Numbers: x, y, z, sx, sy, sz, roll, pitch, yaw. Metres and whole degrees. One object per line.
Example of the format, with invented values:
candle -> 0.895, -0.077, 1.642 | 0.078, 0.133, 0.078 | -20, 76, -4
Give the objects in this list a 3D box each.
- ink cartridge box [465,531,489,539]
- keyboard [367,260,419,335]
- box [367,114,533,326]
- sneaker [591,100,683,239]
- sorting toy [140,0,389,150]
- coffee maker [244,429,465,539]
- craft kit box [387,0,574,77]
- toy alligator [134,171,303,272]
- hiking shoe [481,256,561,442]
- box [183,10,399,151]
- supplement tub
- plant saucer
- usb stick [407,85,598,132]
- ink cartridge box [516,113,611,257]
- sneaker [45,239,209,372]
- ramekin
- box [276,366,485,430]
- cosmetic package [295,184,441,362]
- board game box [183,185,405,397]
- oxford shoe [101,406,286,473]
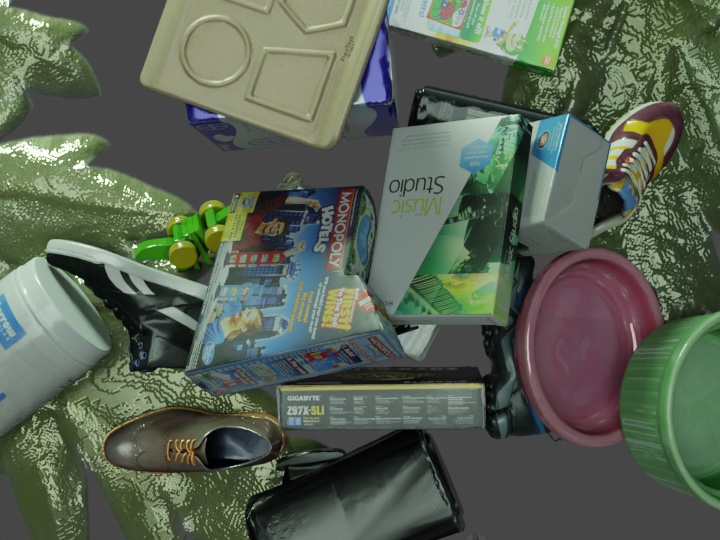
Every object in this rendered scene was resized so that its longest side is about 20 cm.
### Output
ink cartridge box -> 0.163, 0.393, 1.201 | 0.200, 0.083, 0.147 | 33, 93, 2
keyboard -> -0.017, 0.045, 1.160 | 0.200, 0.040, 0.104 | -27, 67, 7
box -> 0.083, -0.046, 1.100 | 0.144, 0.036, 0.201 | -3, 71, 35
sneaker -> 0.268, -0.093, 1.173 | 0.200, 0.090, 0.075 | -44, 112, -5
sorting toy -> -0.083, -0.224, 1.056 | 0.199, 0.036, 0.186 | 20, 90, 8
coffee maker -> -0.001, 0.249, 1.154 | 0.200, 0.192, 0.135 | -25, 102, 5
craft kit box -> 0.137, -0.328, 1.219 | 0.197, 0.049, 0.201 | 17, 91, 5
toy alligator -> -0.143, -0.042, 1.232 | 0.200, 0.059, 0.054 | -24, 129, 3
hiking shoe -> 0.175, 0.078, 1.212 | 0.086, 0.074, 0.201 | 2, 98, -8
box -> -0.064, -0.191, 1.159 | 0.199, 0.184, 0.105 | -6, 88, 3
supplement tub -> -0.377, 0.094, 1.205 | 0.200, 0.132, 0.132 | -38, 88, 3
plant saucer -> 0.227, 0.077, 1.173 | 0.200, 0.051, 0.201 | 2, 87, -35
usb stick -> 0.151, -0.150, 1.224 | 0.199, 0.033, 0.056 | 13, 98, 3
ink cartridge box -> 0.146, -0.077, 1.162 | 0.068, 0.200, 0.116 | 27, 71, -32
sneaker -> -0.247, 0.046, 1.211 | 0.199, 0.073, 0.112 | 19, 84, -7
ramekin -> 0.356, 0.136, 1.151 | 0.199, 0.098, 0.201 | 1, 88, -24
box -> 0.024, 0.128, 1.169 | 0.199, 0.160, 0.050 | -1, 89, 4
cosmetic package -> 0.000, 0.000, 1.207 | 0.200, 0.090, 0.107 | 27, 95, 0
board game box -> -0.047, 0.021, 1.095 | 0.199, 0.062, 0.201 | 0, 63, 26
oxford shoe -> -0.181, 0.182, 1.223 | 0.199, 0.073, 0.072 | -7, 90, 3
